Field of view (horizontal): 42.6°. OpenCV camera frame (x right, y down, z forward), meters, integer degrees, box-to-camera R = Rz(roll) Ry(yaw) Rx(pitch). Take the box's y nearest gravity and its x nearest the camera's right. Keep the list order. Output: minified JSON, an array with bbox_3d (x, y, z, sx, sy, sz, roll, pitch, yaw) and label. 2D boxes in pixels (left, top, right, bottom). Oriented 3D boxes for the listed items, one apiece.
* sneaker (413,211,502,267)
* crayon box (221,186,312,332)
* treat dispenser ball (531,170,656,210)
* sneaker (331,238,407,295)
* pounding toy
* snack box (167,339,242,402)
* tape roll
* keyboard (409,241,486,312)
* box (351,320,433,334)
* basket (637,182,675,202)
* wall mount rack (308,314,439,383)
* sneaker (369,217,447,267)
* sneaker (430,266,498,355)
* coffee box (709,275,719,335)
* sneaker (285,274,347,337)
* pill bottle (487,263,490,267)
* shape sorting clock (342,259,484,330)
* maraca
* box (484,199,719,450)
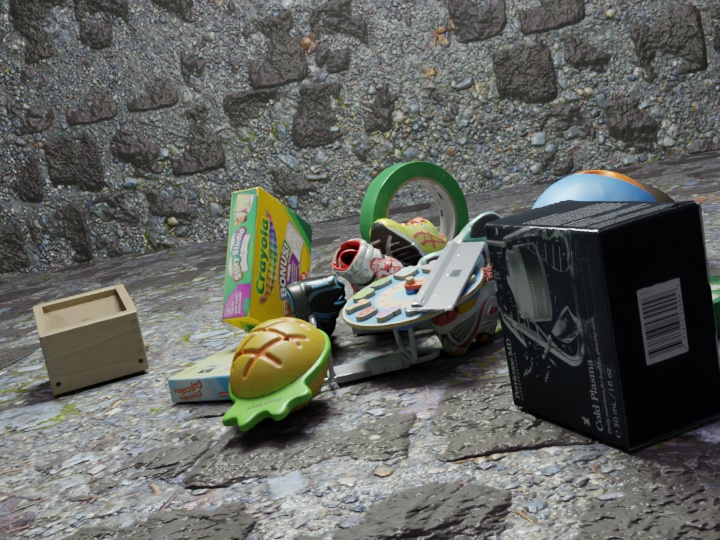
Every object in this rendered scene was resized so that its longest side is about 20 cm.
[{"bbox_3d":[0.146,0.003,1.443,0.198,0.078,0.140,-35,-12,-10],"label":"sneaker"},{"bbox_3d":[-0.141,-0.001,1.439,0.057,0.205,0.172,-6,-20,24],"label":"crayon box"},{"bbox_3d":[0.320,-0.034,1.263,0.196,0.206,0.201,-10,9,2],"label":"treat dispenser ball"},{"bbox_3d":[0.001,-0.001,1.417,0.107,0.068,0.201,30,-11,-15],"label":"sneaker"},{"bbox_3d":[-0.438,0.120,1.549,0.180,0.145,0.200,-14,20,-20],"label":"pounding toy"},{"bbox_3d":[-0.171,0.138,1.330,0.114,0.038,0.199,-8,9,28],"label":"snack box"},{"bbox_3d":[0.094,-0.083,1.581,0.197,0.205,0.048,-15,10,-29],"label":"tape roll"},{"bbox_3d":[0.116,0.005,1.198,0.055,0.011,0.200,3,27,19],"label":"keyboard"},{"bbox_3d":[0.086,0.054,1.526,0.153,0.042,0.200,-7,9,22],"label":"box"},{"bbox_3d":[0.427,-0.047,1.451,0.177,0.139,0.200,20,23,11],"label":"basket"},{"bbox_3d":[0.002,0.096,1.258,0.195,0.076,0.174,-11,8,-8],"label":"wall mount rack"},{"bbox_3d":[0.081,-0.049,1.495,0.077,0.092,0.199,-16,-28,33],"label":"sneaker"},{"bbox_3d":[0.161,0.052,1.293,0.077,0.084,0.199,-2,22,42],"label":"sneaker"},{"bbox_3d":[0.405,0.051,1.142,0.196,0.045,0.122,-15,9,-25],"label":"coffee box"},{"bbox_3d":[-0.053,0.059,1.407,0.080,0.075,0.200,-21,-15,2],"label":"sneaker"},{"bbox_3d":[0.271,-0.008,1.461,0.107,0.112,0.200,-13,10,-16],"label":"pill bottle"},{"bbox_3d":[0.069,0.028,1.230,0.195,0.040,0.200,-14,14,4],"label":"shape sorting clock"},{"bbox_3d":[-0.100,0.126,1.110,0.135,0.108,0.201,-22,21,15],"label":"maraca"},{"bbox_3d":[0.233,0.041,0.904,0.121,0.205,0.196,-14,9,-20],"label":"box"}]
